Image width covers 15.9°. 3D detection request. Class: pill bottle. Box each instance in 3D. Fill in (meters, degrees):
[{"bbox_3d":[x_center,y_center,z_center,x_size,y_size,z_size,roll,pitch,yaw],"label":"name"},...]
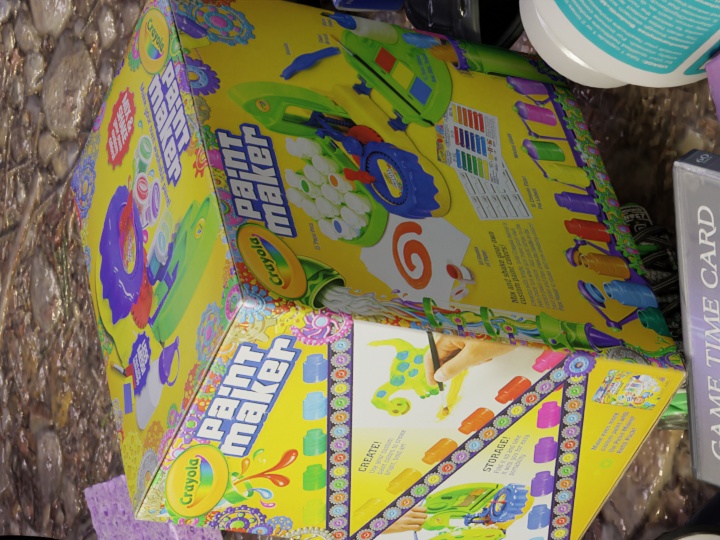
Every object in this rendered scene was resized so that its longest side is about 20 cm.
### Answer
[{"bbox_3d":[0.133,-0.143,1.028,0.200,0.110,0.111,136,125,-61],"label":"pill bottle"}]

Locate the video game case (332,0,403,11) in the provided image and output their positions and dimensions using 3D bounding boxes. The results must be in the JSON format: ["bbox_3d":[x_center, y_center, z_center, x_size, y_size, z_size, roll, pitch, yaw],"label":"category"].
[{"bbox_3d":[0.019,-0.260,1.277,0.200,0.045,0.182,-50,50,47],"label":"video game case"}]

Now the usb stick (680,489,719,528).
[{"bbox_3d":[0.172,0.103,1.068,0.200,0.033,0.056,-53,44,45],"label":"usb stick"}]

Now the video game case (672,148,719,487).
[{"bbox_3d":[0.202,0.043,0.942,0.200,0.019,0.143,19,128,40],"label":"video game case"}]

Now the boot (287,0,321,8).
[{"bbox_3d":[-0.085,-0.150,1.313,0.076,0.200,0.169,-23,69,37],"label":"boot"}]

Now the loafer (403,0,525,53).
[{"bbox_3d":[0.082,-0.186,1.140,0.070,0.068,0.201,40,110,58],"label":"loafer"}]

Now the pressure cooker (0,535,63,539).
[{"bbox_3d":[-0.196,0.255,1.524,0.178,0.175,0.201,14,107,53],"label":"pressure cooker"}]

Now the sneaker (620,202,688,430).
[{"bbox_3d":[0.114,0.018,1.111,0.200,0.078,0.085,23,110,56],"label":"sneaker"}]

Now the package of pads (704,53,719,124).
[{"bbox_3d":[0.217,-0.066,0.948,0.200,0.075,0.121,-38,64,52],"label":"package of pads"}]

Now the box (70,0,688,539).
[{"bbox_3d":[0.000,0.000,1.062,0.200,0.192,0.122,-106,35,-45],"label":"box"}]

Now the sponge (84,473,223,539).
[{"bbox_3d":[-0.085,0.197,1.297,0.112,0.030,0.201,-23,80,63],"label":"sponge"}]

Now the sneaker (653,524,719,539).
[{"bbox_3d":[0.177,0.162,0.981,0.200,0.080,0.074,41,101,33],"label":"sneaker"}]
